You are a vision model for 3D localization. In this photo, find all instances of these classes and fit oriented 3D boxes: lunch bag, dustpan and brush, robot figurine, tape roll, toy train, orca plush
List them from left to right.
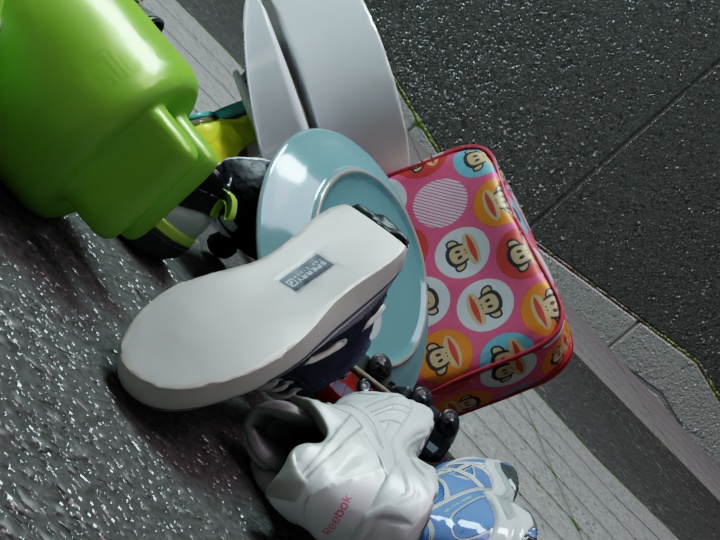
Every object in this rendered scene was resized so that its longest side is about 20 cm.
[{"bbox_3d":[-0.168,-0.110,0.792,0.200,0.116,0.175,49,8,5],"label":"robot figurine"},{"bbox_3d":[-0.067,-0.098,1.140,0.140,0.057,0.200,78,-7,-67],"label":"dustpan and brush"},{"bbox_3d":[-0.046,-0.005,1.036,0.200,0.105,0.071,75,-8,-59],"label":"orca plush"},{"bbox_3d":[-0.026,-0.151,1.250,0.202,0.071,0.203,161,-90,-81],"label":"tape roll"},{"bbox_3d":[-0.013,0.063,0.914,0.200,0.046,0.034,40,-26,-30],"label":"toy train"},{"bbox_3d":[0.056,0.015,1.149,0.082,0.176,0.200,58,11,-60],"label":"lunch bag"}]

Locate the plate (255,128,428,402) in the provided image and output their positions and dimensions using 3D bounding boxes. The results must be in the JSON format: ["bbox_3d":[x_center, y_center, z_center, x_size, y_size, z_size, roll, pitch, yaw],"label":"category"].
[{"bbox_3d":[0.000,0.000,0.990,0.200,0.026,0.200,28,55,-51],"label":"plate"}]

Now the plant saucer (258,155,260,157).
[{"bbox_3d":[-0.036,-0.028,1.308,0.200,0.036,0.200,46,9,-10],"label":"plant saucer"}]

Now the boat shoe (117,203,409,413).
[{"bbox_3d":[-0.051,0.043,0.792,0.075,0.093,0.200,36,43,25],"label":"boat shoe"}]

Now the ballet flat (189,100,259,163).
[{"bbox_3d":[-0.113,-0.096,1.186,0.200,0.067,0.067,-53,122,-78],"label":"ballet flat"}]

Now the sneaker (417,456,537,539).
[{"bbox_3d":[0.050,0.143,0.887,0.077,0.076,0.200,21,-1,-5],"label":"sneaker"}]

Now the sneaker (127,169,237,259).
[{"bbox_3d":[-0.147,-0.097,0.932,0.200,0.083,0.072,50,9,12],"label":"sneaker"}]

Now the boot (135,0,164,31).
[{"bbox_3d":[-0.177,-0.210,1.070,0.131,0.200,0.068,52,-33,24],"label":"boot"}]

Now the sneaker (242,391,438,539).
[{"bbox_3d":[-0.015,0.094,0.804,0.099,0.078,0.200,31,4,-8],"label":"sneaker"}]

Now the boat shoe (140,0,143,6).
[{"bbox_3d":[-0.216,-0.230,1.186,0.063,0.073,0.200,31,19,-53],"label":"boat shoe"}]
